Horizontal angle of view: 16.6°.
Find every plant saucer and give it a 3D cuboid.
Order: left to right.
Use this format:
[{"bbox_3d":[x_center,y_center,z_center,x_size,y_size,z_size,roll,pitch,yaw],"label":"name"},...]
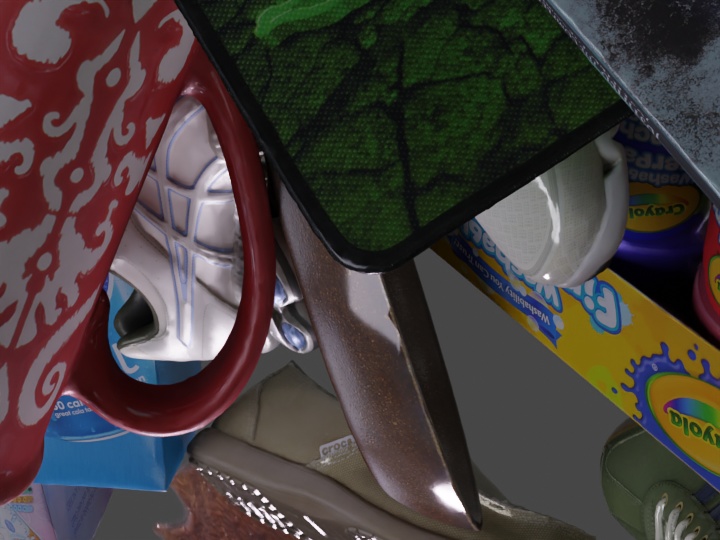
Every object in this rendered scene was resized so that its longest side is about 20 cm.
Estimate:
[{"bbox_3d":[0.000,0.000,0.883,0.200,0.032,0.201,-17,-90,-85],"label":"plant saucer"}]

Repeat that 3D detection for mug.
[{"bbox_3d":[-0.112,-0.040,0.810,0.133,0.177,0.201,46,118,41],"label":"mug"}]

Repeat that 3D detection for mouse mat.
[{"bbox_3d":[0.042,-0.112,0.680,0.161,0.199,0.008,58,-179,21],"label":"mouse mat"}]

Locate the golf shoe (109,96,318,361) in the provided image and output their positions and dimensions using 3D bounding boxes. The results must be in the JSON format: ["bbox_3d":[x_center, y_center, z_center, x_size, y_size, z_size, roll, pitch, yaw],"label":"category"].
[{"bbox_3d":[-0.077,-0.040,0.895,0.079,0.097,0.201,-99,-8,-54],"label":"golf shoe"}]

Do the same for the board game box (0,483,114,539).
[{"bbox_3d":[-0.152,0.012,1.112,0.200,0.043,0.200,-75,-27,-69],"label":"board game box"}]

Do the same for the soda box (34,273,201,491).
[{"bbox_3d":[-0.107,-0.015,0.994,0.064,0.068,0.201,2,115,11],"label":"soda box"}]

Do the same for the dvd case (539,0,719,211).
[{"bbox_3d":[0.105,-0.112,0.642,0.200,0.146,0.022,53,180,21],"label":"dvd case"}]

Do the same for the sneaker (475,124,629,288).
[{"bbox_3d":[0.007,-0.076,0.732,0.201,0.081,0.075,59,147,17],"label":"sneaker"}]

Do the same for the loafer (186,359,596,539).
[{"bbox_3d":[0.018,0.083,0.982,0.199,0.069,0.076,19,163,34],"label":"loafer"}]

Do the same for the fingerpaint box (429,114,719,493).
[{"bbox_3d":[0.094,-0.045,0.764,0.200,0.073,0.168,42,142,36],"label":"fingerpaint box"}]

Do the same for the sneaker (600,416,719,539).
[{"bbox_3d":[0.126,0.096,0.798,0.200,0.090,0.068,18,127,52],"label":"sneaker"}]
